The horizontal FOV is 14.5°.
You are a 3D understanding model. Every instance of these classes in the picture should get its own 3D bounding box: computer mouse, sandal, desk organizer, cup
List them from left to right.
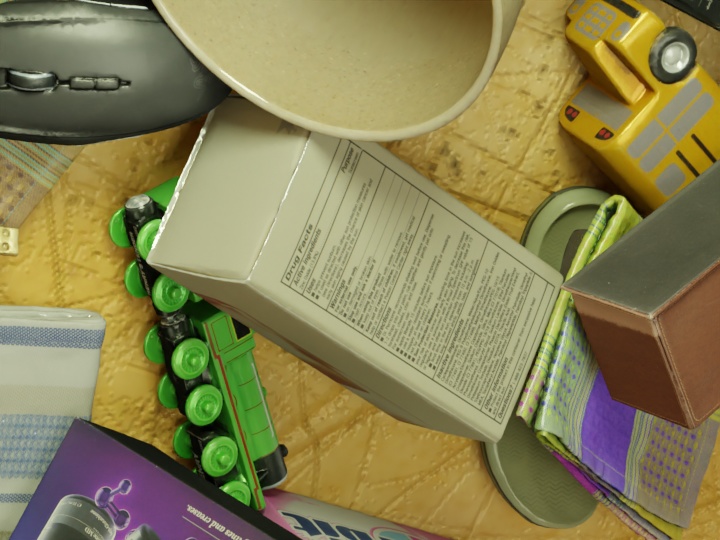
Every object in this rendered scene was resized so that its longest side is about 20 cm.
[{"bbox_3d":[-0.147,-0.069,1.376,0.199,0.046,0.141,0,111,-26],"label":"computer mouse"},{"bbox_3d":[0.006,-0.184,1.335,0.143,0.199,0.201,-54,131,-39],"label":"cup"},{"bbox_3d":[0.115,0.054,1.578,0.079,0.057,0.202,-6,113,-25],"label":"sandal"},{"bbox_3d":[0.208,-0.009,1.497,0.200,0.072,0.077,-37,122,-24],"label":"desk organizer"}]

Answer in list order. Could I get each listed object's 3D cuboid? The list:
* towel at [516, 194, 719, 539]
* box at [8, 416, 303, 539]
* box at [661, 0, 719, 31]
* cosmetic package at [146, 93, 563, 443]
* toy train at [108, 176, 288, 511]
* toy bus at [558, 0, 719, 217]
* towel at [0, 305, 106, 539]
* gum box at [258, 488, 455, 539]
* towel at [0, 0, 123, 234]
[{"bbox_3d":[0.155,0.057,1.562,0.200,0.023,0.144,42,66,-52],"label":"towel"},{"bbox_3d":[-0.089,0.183,1.427,0.079,0.200,0.142,26,91,-57],"label":"box"},{"bbox_3d":[0.264,-0.167,1.534,0.199,0.106,0.123,16,102,-32],"label":"box"},{"bbox_3d":[0.000,0.000,1.454,0.200,0.087,0.104,35,73,-39],"label":"cosmetic package"},{"bbox_3d":[-0.081,0.043,1.485,0.056,0.042,0.201,-30,122,-26],"label":"toy train"},{"bbox_3d":[0.176,-0.067,1.556,0.078,0.065,0.200,-47,124,-1],"label":"toy bus"},{"bbox_3d":[-0.213,0.108,1.453,0.146,0.024,0.201,2,111,-30],"label":"towel"},{"bbox_3d":[0.020,0.187,1.552,0.199,0.113,0.066,19,101,-32],"label":"gum box"},{"bbox_3d":[-0.160,-0.130,1.382,0.147,0.022,0.200,39,92,-33],"label":"towel"}]
